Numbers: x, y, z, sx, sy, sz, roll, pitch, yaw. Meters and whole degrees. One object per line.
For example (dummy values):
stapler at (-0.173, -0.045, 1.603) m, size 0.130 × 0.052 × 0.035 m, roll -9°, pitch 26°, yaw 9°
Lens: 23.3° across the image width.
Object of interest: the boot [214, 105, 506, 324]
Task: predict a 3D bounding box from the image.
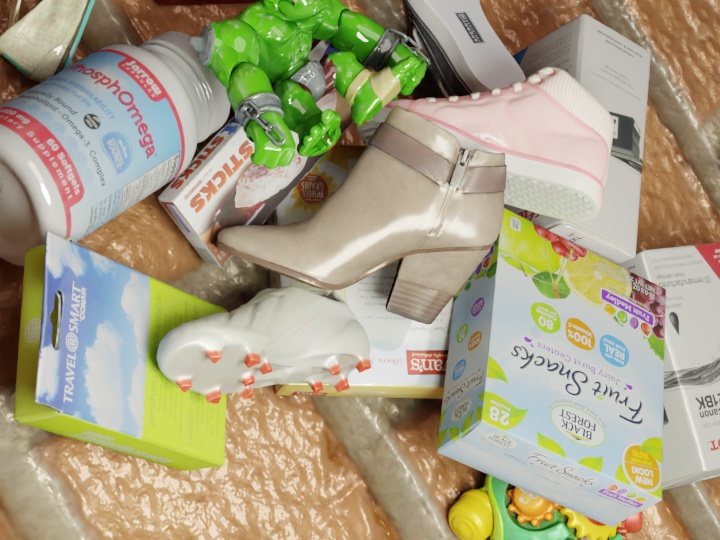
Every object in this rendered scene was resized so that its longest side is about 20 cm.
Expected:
boot at (0.008, -0.052, 1.297) m, size 0.199 × 0.070 × 0.147 m, roll 18°, pitch 97°, yaw -14°

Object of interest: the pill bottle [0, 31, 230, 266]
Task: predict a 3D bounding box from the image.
pill bottle at (-0.188, -0.094, 1.243) m, size 0.200 × 0.109 × 0.109 m, roll -39°, pitch 97°, yaw -39°

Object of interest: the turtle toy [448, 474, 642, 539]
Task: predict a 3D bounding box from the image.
turtle toy at (0.174, 0.212, 1.399) m, size 0.146 × 0.101 × 0.200 m, roll -37°, pitch 96°, yaw -39°

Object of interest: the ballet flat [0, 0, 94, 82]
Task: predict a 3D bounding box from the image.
ballet flat at (-0.216, -0.231, 1.304) m, size 0.062 × 0.067 × 0.200 m, roll 27°, pitch 58°, yaw -14°

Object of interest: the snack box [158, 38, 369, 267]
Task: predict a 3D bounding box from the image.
snack box at (-0.067, -0.098, 1.329) m, size 0.200 × 0.024 × 0.072 m, roll -50°, pitch 126°, yaw -21°

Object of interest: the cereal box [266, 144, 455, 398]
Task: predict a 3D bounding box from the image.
cereal box at (0.000, 0.000, 1.370) m, size 0.143 × 0.040 × 0.201 m, roll 3°, pitch 72°, yaw -18°

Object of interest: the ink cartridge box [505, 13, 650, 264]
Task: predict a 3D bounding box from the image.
ink cartridge box at (0.163, -0.092, 1.478) m, size 0.084 × 0.144 × 0.201 m, roll 24°, pitch 61°, yaw -28°

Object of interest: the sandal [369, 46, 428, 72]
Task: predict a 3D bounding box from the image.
sandal at (-0.027, -0.157, 1.421) m, size 0.200 × 0.082 × 0.055 m, roll -3°, pitch 97°, yaw -44°

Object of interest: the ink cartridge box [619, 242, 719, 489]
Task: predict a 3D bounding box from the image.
ink cartridge box at (0.296, 0.083, 1.549) m, size 0.144 × 0.084 × 0.201 m, roll -6°, pitch 77°, yaw -38°

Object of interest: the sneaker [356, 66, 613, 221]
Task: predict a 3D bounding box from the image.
sneaker at (0.104, -0.115, 1.367) m, size 0.200 × 0.075 × 0.105 m, roll 17°, pitch 67°, yaw 6°

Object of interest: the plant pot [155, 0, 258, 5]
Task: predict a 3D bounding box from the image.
plant pot at (-0.064, -0.340, 1.384) m, size 0.200 × 0.176 × 0.200 m, roll -8°, pitch 78°, yaw -39°

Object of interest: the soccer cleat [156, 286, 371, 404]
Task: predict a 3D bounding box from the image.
soccer cleat at (-0.074, 0.048, 1.247) m, size 0.200 × 0.069 × 0.078 m, roll 3°, pitch 52°, yaw -48°

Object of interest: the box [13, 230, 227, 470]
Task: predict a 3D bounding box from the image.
box at (-0.166, 0.060, 1.195) m, size 0.200 × 0.048 × 0.122 m, roll 28°, pitch 56°, yaw -53°

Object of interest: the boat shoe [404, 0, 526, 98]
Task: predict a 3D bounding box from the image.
boat shoe at (0.075, -0.201, 1.506) m, size 0.072 × 0.068 × 0.200 m, roll -8°, pitch 56°, yaw -35°

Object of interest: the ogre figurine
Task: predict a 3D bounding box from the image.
ogre figurine at (-0.043, -0.149, 1.264) m, size 0.120 × 0.098 × 0.200 m, roll 44°, pitch 61°, yaw 8°

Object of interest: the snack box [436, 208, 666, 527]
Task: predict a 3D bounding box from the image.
snack box at (0.153, 0.075, 1.350) m, size 0.168 × 0.068 × 0.200 m, roll 24°, pitch 52°, yaw -21°
